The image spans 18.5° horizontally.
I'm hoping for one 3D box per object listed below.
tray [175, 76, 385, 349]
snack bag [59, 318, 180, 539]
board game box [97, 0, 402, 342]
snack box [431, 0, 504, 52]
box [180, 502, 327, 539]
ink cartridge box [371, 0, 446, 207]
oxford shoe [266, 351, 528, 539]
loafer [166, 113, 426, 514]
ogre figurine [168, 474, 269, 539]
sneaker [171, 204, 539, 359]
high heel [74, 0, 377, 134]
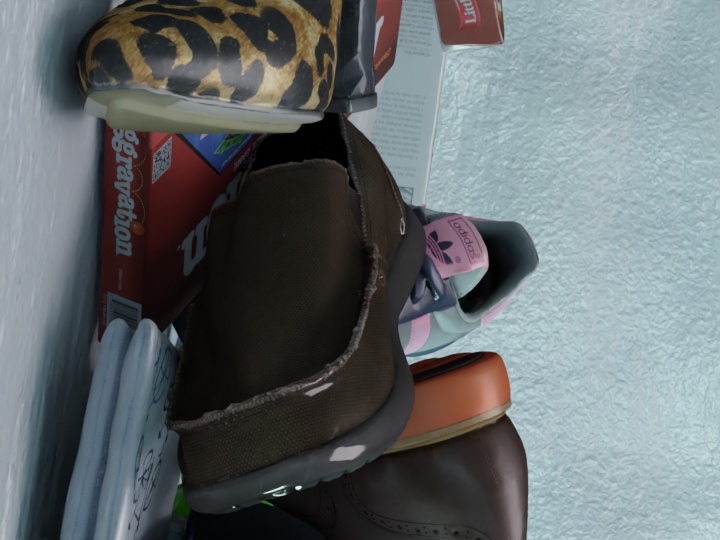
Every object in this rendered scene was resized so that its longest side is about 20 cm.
[{"bbox_3d":[-0.033,-0.031,0.950,0.200,0.022,0.108,131,-24,-55],"label":"tray"},{"bbox_3d":[-0.083,0.121,0.691,0.189,0.021,0.201,96,6,-81],"label":"snack bag"},{"bbox_3d":[-0.032,-0.067,0.761,0.200,0.019,0.103,-53,158,-46],"label":"board game box"},{"bbox_3d":[0.019,-0.178,0.736,0.072,0.024,0.201,-88,167,-60],"label":"snack box"},{"bbox_3d":[-0.037,0.195,0.780,0.148,0.107,0.201,-137,-117,-86],"label":"box"},{"bbox_3d":[-0.021,-0.048,1.079,0.050,0.109,0.201,-78,176,-85],"label":"ink cartridge box"},{"bbox_3d":[-0.004,0.075,0.758,0.200,0.071,0.073,-16,-87,68],"label":"oxford shoe"},{"bbox_3d":[-0.027,0.006,0.681,0.200,0.073,0.071,-81,149,-66],"label":"loafer"},{"bbox_3d":[-0.041,0.087,0.930,0.200,0.098,0.120,-38,156,-21],"label":"ogre figurine"},{"bbox_3d":[0.000,0.000,0.837,0.200,0.082,0.070,-9,75,-64],"label":"sneaker"},{"bbox_3d":[-0.035,-0.112,0.624,0.200,0.071,0.143,-25,117,-71],"label":"high heel"}]
